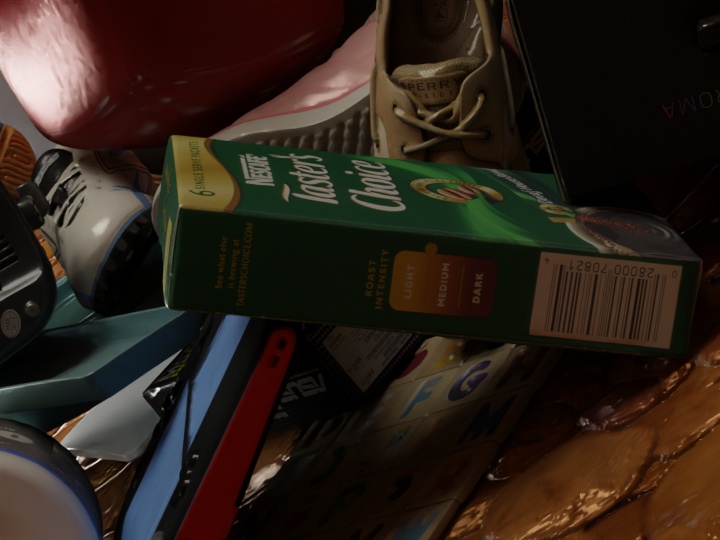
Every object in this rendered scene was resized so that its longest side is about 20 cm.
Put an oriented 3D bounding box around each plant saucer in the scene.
[{"bbox_3d":[-0.145,0.028,1.163,0.200,0.027,0.200,-30,18,11],"label":"plant saucer"},{"bbox_3d":[-0.147,0.047,1.021,0.070,0.019,0.200,-35,13,-33],"label":"plant saucer"}]

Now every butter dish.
[{"bbox_3d":[-0.093,-0.114,1.101,0.199,0.149,0.200,-18,2,-32],"label":"butter dish"}]

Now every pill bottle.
[{"bbox_3d":[-0.174,0.127,0.979,0.114,0.114,0.200,-41,6,-5],"label":"pill bottle"}]

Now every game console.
[{"bbox_3d":[-0.067,0.069,0.904,0.200,0.031,0.178,-100,30,-73],"label":"game console"}]

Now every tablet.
[{"bbox_3d":[-0.088,0.037,1.240,0.200,0.014,0.130,-45,16,-21],"label":"tablet"}]

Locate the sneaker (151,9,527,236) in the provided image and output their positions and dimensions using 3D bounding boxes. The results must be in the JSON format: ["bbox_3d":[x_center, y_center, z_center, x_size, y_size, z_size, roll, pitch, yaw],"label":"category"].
[{"bbox_3d":[-0.007,-0.071,1.057,0.200,0.076,0.105,-27,20,16],"label":"sneaker"}]

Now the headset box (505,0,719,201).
[{"bbox_3d":[0.147,-0.118,0.883,0.173,0.093,0.200,-15,20,8],"label":"headset box"}]

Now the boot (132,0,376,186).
[{"bbox_3d":[-0.068,-0.121,1.233,0.199,0.139,0.078,-8,33,-11],"label":"boot"}]

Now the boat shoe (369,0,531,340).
[{"bbox_3d":[0.033,-0.070,0.939,0.071,0.201,0.065,-10,-18,12],"label":"boat shoe"}]

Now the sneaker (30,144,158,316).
[{"bbox_3d":[-0.144,-0.029,1.127,0.072,0.072,0.200,-57,12,5],"label":"sneaker"}]

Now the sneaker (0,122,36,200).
[{"bbox_3d":[-0.247,0.007,1.212,0.201,0.075,0.088,-65,13,-4],"label":"sneaker"}]

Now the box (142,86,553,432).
[{"bbox_3d":[0.000,0.000,1.068,0.160,0.044,0.200,-22,22,53],"label":"box"}]

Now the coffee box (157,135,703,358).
[{"bbox_3d":[0.022,-0.011,0.830,0.123,0.199,0.044,-107,24,-73],"label":"coffee box"}]

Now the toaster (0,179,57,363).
[{"bbox_3d":[-0.244,0.016,1.062,0.199,0.114,0.129,-31,9,-2],"label":"toaster"}]

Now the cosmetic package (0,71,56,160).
[{"bbox_3d":[-0.158,-0.094,1.399,0.123,0.200,0.200,-40,13,-1],"label":"cosmetic package"}]

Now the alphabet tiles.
[{"bbox_3d":[0.003,0.088,0.901,0.166,0.006,0.200,-22,23,49],"label":"alphabet tiles"}]
